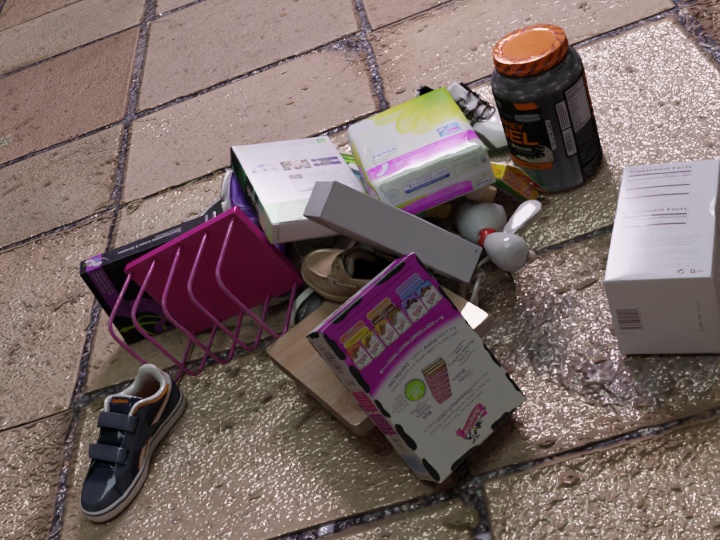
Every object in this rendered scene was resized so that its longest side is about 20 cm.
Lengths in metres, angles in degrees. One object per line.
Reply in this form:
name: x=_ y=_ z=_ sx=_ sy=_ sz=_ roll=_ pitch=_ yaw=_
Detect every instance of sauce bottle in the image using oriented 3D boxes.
sauce bottle: x=-0.084 y=-0.098 z=1.400 sx=0.065 sy=0.065 sz=0.200 roll=-24 pitch=41 yaw=1

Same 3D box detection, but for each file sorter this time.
file sorter: x=-0.198 y=0.042 z=1.278 sx=0.200 sy=0.139 sz=0.126 roll=-25 pitch=35 yaw=29

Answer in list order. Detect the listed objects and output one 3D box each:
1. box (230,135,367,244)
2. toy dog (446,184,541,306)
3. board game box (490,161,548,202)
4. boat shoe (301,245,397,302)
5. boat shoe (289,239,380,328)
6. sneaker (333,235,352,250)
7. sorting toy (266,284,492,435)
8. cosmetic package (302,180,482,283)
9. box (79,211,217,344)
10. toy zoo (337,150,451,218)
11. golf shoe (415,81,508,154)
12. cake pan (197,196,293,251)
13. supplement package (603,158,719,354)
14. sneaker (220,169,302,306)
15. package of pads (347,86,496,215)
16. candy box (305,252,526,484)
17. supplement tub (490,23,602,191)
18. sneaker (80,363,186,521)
box: x=-0.079 y=-0.111 z=1.338 sx=0.144 sy=0.036 sz=0.200 roll=-9 pitch=37 yaw=-19
toy dog: x=0.176 y=-0.041 z=1.258 sx=0.096 sy=0.132 sz=0.200 roll=11 pitch=38 yaw=-18
board game box: x=0.150 y=-0.128 z=1.375 sx=0.200 sy=0.095 sz=0.030 roll=11 pitch=80 yaw=40
boat shoe: x=0.000 y=0.000 z=1.207 sx=0.200 sy=0.065 sz=0.072 roll=19 pitch=54 yaw=43
boat shoe: x=-0.003 y=0.015 z=1.307 sx=0.201 sy=0.072 sz=0.061 roll=-46 pitch=44 yaw=-16
sneaker: x=-0.043 y=-0.073 z=1.435 sx=0.087 sy=0.075 sz=0.200 roll=-23 pitch=35 yaw=11
sorting toy: x=0.026 y=0.097 z=1.187 sx=0.200 sy=0.070 sz=0.199 roll=-38 pitch=38 yaw=-17
cosmetic package: x=0.037 y=-0.045 z=1.194 sx=0.051 sy=0.199 sz=0.083 roll=-68 pitch=17 yaw=-4
box: x=-0.261 y=0.013 z=1.387 sx=0.199 sy=0.143 sz=0.036 roll=-21 pitch=39 yaw=4
toy zoo: x=0.039 y=-0.117 z=1.415 sx=0.131 sy=0.021 sz=0.200 roll=6 pitch=25 yaw=-32
golf shoe: x=0.161 y=-0.229 z=1.494 sx=0.199 sy=0.095 sz=0.078 roll=9 pitch=46 yaw=34
cake pan: x=-0.162 y=-0.065 z=1.515 sx=0.200 sy=0.037 sz=0.201 roll=-15 pitch=37 yaw=12
supplement package: x=0.342 y=-0.017 z=1.115 sx=0.109 sy=0.114 sz=0.200 roll=-3 pitch=40 yaw=25
sneaker: x=-0.134 y=-0.050 z=1.397 sx=0.083 sy=0.081 sz=0.201 roll=-23 pitch=79 yaw=-1
package of pads: x=0.071 y=-0.150 z=1.309 sx=0.154 sy=0.068 sz=0.200 roll=-22 pitch=33 yaw=3
candy box: x=0.059 y=0.102 z=1.056 sx=0.136 sy=0.200 sz=0.061 roll=-39 pitch=4 yaw=-19
supplement tub: x=0.244 y=-0.215 z=1.339 sx=0.122 sy=0.200 sz=0.123 roll=-15 pitch=37 yaw=12
sneaker: x=-0.289 y=0.202 z=1.226 sx=0.078 sy=0.080 sz=0.200 roll=0 pitch=44 yaw=28
